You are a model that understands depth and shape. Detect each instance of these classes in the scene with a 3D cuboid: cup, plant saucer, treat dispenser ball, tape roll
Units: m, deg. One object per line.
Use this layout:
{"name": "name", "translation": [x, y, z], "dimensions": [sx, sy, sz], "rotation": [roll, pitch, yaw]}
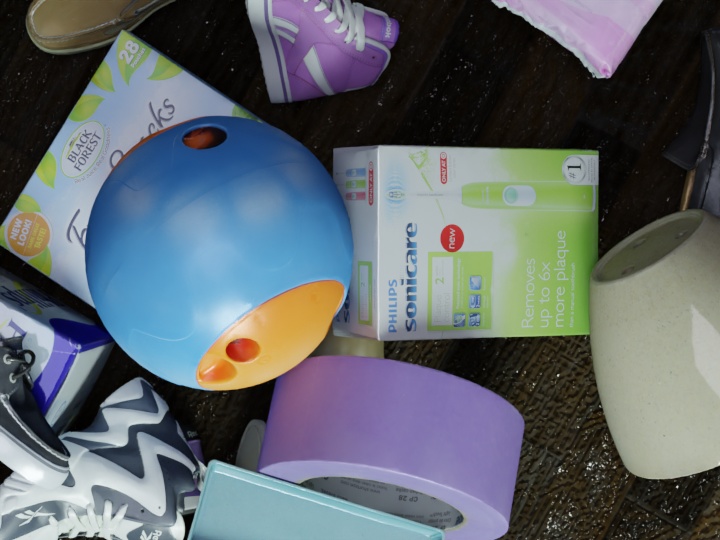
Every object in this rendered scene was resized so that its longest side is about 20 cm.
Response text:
{"name": "cup", "translation": [0.252, 0.040, 1.365], "dimensions": [0.199, 0.200, 0.144], "rotation": [-31, 102, 3]}
{"name": "plant saucer", "translation": [-0.034, 0.204, 1.362], "dimensions": [0.198, 0.019, 0.071], "rotation": [19, 77, -18]}
{"name": "treat dispenser ball", "translation": [-0.104, -0.013, 1.328], "dimensions": [0.198, 0.201, 0.204], "rotation": [0, 92, 2]}
{"name": "tape roll", "translation": [0.023, 0.141, 1.383], "dimensions": [0.198, 0.200, 0.086], "rotation": [12, 69, 2]}

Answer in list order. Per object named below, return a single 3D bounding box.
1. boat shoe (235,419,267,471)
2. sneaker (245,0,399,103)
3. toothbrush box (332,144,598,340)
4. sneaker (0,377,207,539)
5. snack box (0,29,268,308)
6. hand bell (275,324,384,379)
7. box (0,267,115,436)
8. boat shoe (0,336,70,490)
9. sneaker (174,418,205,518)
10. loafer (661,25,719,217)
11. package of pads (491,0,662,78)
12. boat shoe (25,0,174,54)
{"name": "boat shoe", "translation": [-0.063, 0.220, 1.472], "dimensions": [0.062, 0.073, 0.203], "rotation": [-4, 92, -23]}
{"name": "sneaker", "translation": [-0.029, -0.208, 1.393], "dimensions": [0.113, 0.201, 0.073], "rotation": [-3, 62, 6]}
{"name": "toothbrush box", "translation": [0.082, -0.022, 1.399], "dimensions": [0.198, 0.086, 0.148], "rotation": [0, 91, -25]}
{"name": "sneaker", "translation": [-0.197, 0.189, 1.381], "dimensions": [0.130, 0.080, 0.199], "rotation": [44, 54, 9]}
{"name": "snack box", "translation": [-0.173, -0.064, 1.457], "dimensions": [0.168, 0.068, 0.201], "rotation": [33, 92, -1]}
{"name": "hand bell", "translation": [0.000, 0.000, 1.457], "dimensions": [0.103, 0.104, 0.202], "rotation": [11, 79, 2]}
{"name": "box", "translation": [-0.309, 0.050, 1.410], "dimensions": [0.199, 0.184, 0.106], "rotation": [30, 91, 1]}
{"name": "boat shoe", "translation": [-0.269, 0.067, 1.287], "dimensions": [0.066, 0.070, 0.200], "rotation": [-44, 83, 5]}
{"name": "sneaker", "translation": [-0.225, 0.170, 1.474], "dimensions": [0.198, 0.076, 0.089], "rotation": [-8, 81, -4]}
{"name": "loafer", "translation": [0.277, -0.095, 1.437], "dimensions": [0.071, 0.073, 0.203], "rotation": [-2, 91, 6]}
{"name": "package of pads", "translation": [0.204, -0.265, 1.432], "dimensions": [0.120, 0.076, 0.201], "rotation": [35, 93, -2]}
{"name": "boat shoe", "translation": [-0.184, -0.238, 1.448], "dimensions": [0.199, 0.076, 0.072], "rotation": [-28, 91, 3]}
